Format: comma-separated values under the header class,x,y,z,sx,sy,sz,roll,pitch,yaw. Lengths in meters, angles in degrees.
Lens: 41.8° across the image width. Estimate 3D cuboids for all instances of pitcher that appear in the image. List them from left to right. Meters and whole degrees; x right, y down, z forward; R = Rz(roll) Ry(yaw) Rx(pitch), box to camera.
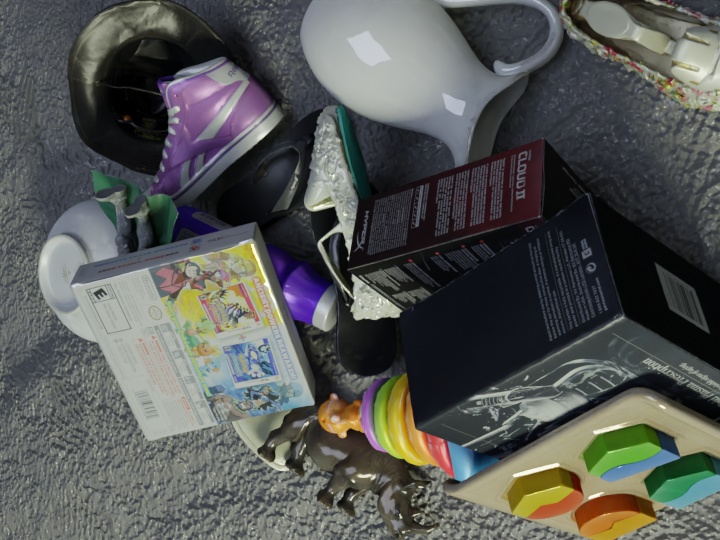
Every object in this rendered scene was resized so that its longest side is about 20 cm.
class,x,y,z,sx,sy,sz,roll,pitch,yaw
pitcher,0.061,-0.198,0.831,0.200,0.121,0.172,38,97,16

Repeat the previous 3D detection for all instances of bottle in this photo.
class,x,y,z,sx,sy,sz,roll,pitch,yaw
bottle,-0.111,0.000,0.974,0.200,0.084,0.065,26,89,15

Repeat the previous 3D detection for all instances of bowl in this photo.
class,x,y,z,sx,sy,sz,roll,pitch,yaw
bowl,-0.321,0.002,1.132,0.201,0.090,0.201,4,98,36

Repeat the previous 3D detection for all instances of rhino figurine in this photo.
class,x,y,z,sx,sy,sz,roll,pitch,yaw
rhino figurine,-0.005,0.198,0.936,0.200,0.060,0.087,31,89,29

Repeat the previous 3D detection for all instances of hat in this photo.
class,x,y,z,sx,sy,sz,roll,pitch,yaw
hat,-0.221,-0.208,1.031,0.201,0.200,0.081,-54,22,26

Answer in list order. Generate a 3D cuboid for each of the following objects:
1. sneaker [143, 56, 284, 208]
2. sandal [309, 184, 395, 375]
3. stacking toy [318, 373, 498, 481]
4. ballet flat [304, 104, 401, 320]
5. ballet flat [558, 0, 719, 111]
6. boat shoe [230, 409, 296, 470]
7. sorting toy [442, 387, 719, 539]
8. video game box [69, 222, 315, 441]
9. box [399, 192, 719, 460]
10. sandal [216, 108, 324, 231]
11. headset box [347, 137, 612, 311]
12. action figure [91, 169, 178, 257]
class,x,y,z,sx,sy,sz,roll,pitch,yaw
sneaker,-0.188,-0.143,0.996,0.200,0.073,0.114,-40,112,16
sandal,0.001,0.000,0.898,0.076,0.043,0.200,-12,91,-4
stacking toy,0.041,0.136,0.871,0.200,0.110,0.116,-8,98,38
ballet flat,-0.014,-0.047,0.839,0.072,0.072,0.200,-19,91,36
ballet flat,0.236,-0.172,0.727,0.200,0.064,0.076,29,110,30
boat shoe,-0.123,0.127,1.025,0.072,0.068,0.200,-36,82,-9
sorting toy,0.193,0.161,0.721,0.200,0.185,0.037,-34,46,35
video game box,-0.157,0.064,0.924,0.182,0.047,0.200,-12,121,9
box,0.165,0.065,0.705,0.182,0.200,0.104,-35,45,34
sandal,-0.084,-0.092,0.979,0.200,0.043,0.076,-38,72,32
headset box,0.114,-0.018,0.769,0.200,0.149,0.077,-17,52,36
action figure,-0.223,0.003,0.964,0.118,0.055,0.200,29,140,29
